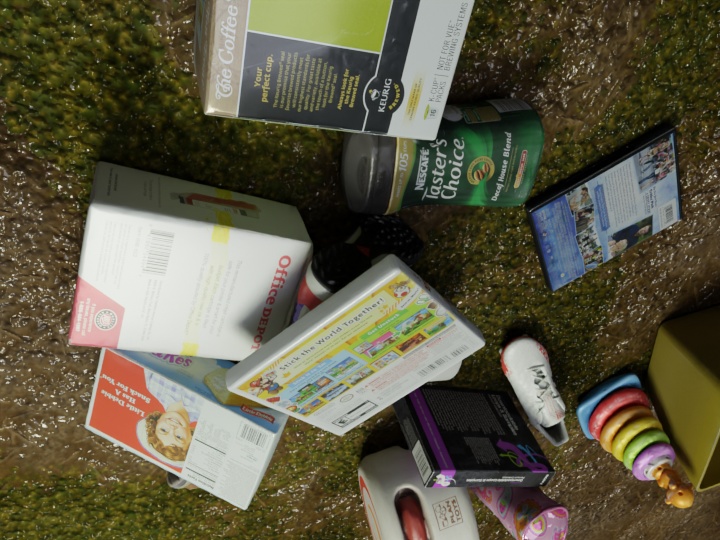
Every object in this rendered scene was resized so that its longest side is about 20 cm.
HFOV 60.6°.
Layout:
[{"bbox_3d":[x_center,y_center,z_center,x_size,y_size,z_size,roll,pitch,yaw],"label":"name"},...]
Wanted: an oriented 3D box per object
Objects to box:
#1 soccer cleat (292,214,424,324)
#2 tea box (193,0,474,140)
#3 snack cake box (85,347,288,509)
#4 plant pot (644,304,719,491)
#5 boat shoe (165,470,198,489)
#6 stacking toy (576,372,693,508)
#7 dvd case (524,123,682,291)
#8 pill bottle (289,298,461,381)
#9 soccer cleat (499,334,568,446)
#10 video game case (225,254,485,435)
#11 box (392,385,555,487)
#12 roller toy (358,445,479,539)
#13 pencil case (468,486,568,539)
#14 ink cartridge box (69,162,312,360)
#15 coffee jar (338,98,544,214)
[{"bbox_3d":[0.000,0.000,0.628,0.199,0.068,0.074,-33,162,-54],"label":"soccer cleat"},{"bbox_3d":[-0.022,-0.227,0.467,0.191,0.135,0.204,2,122,-22],"label":"tea box"},{"bbox_3d":[-0.180,0.149,0.652,0.196,0.067,0.117,26,118,2],"label":"snack cake box"},{"bbox_3d":[0.544,0.166,0.915,0.195,0.178,0.204,-14,127,-9],"label":"plant pot"},{"bbox_3d":[-0.156,0.201,0.755,0.199,0.077,0.071,-39,131,20],"label":"boat shoe"},{"bbox_3d":[0.428,0.269,0.927,0.115,0.201,0.111,-32,128,4],"label":"stacking toy"},{"bbox_3d":[0.306,-0.073,0.765,0.197,0.018,0.144,-29,127,2],"label":"dvd case"},{"bbox_3d":[0.012,0.079,0.702,0.194,0.115,0.116,2,123,-20],"label":"pill bottle"},{"bbox_3d":[0.252,0.170,0.869,0.067,0.086,0.202,-27,128,1],"label":"soccer cleat"},{"bbox_3d":[0.001,0.084,0.594,0.198,0.023,0.181,-35,139,18],"label":"video game case"},{"bbox_3d":[0.150,0.223,0.831,0.195,0.144,0.037,9,123,-24],"label":"box"},{"bbox_3d":[0.084,0.336,0.855,0.136,0.201,0.187,-15,121,-10],"label":"roller toy"},{"bbox_3d":[0.211,0.319,0.883,0.085,0.200,0.090,-7,110,-21],"label":"pencil case"},{"bbox_3d":[-0.163,0.000,0.592,0.195,0.084,0.148,10,118,-25],"label":"ink cartridge box"},{"bbox_3d":[0.076,-0.113,0.610,0.194,0.086,0.106,-5,127,-16],"label":"coffee jar"}]
